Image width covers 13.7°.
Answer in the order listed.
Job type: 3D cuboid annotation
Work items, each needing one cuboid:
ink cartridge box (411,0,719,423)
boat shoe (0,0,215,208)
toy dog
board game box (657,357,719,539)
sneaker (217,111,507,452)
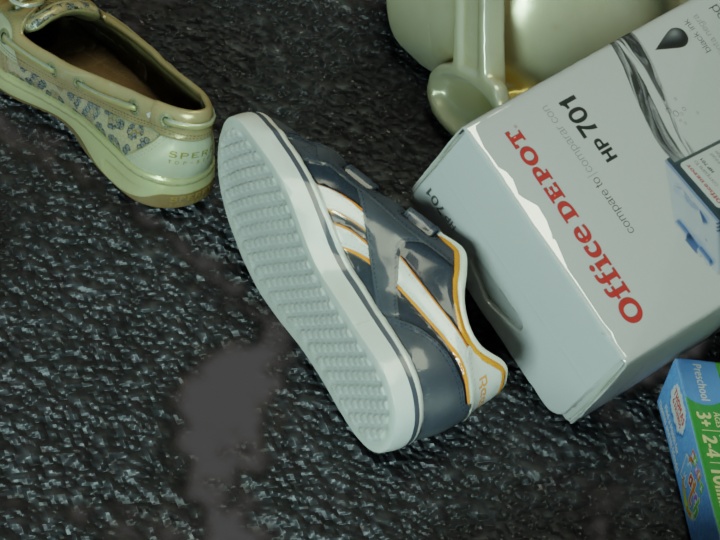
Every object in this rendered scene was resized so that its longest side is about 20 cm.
[{"bbox_3d":[0.149,-0.039,1.514,0.199,0.086,0.147,-30,80,-30],"label":"ink cartridge box"},{"bbox_3d":[-0.142,-0.113,1.578,0.073,0.063,0.200,-26,54,-39],"label":"boat shoe"},{"bbox_3d":[0.126,-0.146,1.679,0.199,0.141,0.194,-8,8,-25],"label":"toy dog"},{"bbox_3d":[0.255,0.114,1.468,0.198,0.037,0.152,7,39,-13],"label":"board game box"},{"bbox_3d":[0.000,0.000,1.483,0.079,0.079,0.201,-15,59,-27],"label":"sneaker"}]
